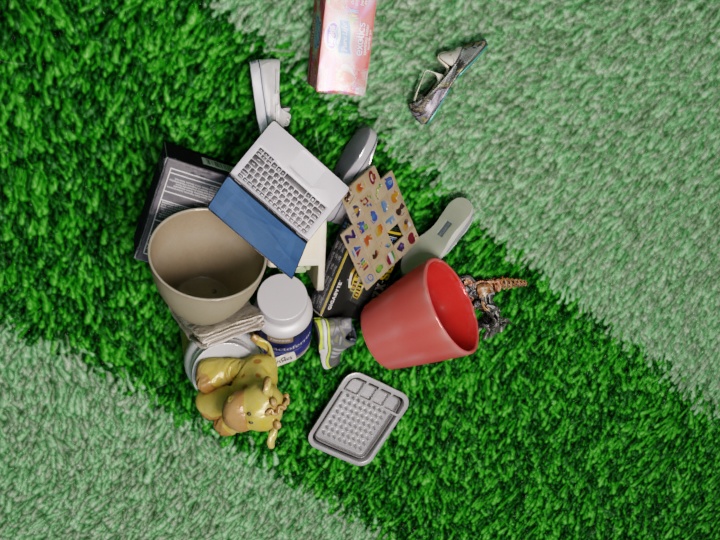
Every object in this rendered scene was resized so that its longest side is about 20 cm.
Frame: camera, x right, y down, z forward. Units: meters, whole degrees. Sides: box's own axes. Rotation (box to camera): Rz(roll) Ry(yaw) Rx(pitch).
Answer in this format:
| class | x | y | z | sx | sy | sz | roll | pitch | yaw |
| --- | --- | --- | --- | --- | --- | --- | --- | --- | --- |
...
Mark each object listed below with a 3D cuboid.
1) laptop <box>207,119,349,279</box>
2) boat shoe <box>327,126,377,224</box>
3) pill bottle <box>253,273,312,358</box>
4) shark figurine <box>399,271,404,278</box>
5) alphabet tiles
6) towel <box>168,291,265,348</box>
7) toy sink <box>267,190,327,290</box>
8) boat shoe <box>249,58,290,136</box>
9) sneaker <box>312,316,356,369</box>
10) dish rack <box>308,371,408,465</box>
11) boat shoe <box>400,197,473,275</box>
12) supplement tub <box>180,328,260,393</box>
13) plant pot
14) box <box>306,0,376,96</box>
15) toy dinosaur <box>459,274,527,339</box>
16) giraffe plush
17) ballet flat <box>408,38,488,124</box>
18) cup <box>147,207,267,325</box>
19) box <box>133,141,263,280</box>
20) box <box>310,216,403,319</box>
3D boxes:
| class | x | y | z | sx | sy | sz | roll | pitch | yaw |
| --- | --- | --- | --- | --- | --- | --- | --- | --- | --- |
| laptop | -0.135 | -0.126 | 1.463 | 0.187 | 0.116 | 0.200 | 41 | 85 | -15 |
| boat shoe | -0.011 | -0.182 | 1.642 | 0.065 | 0.074 | 0.201 | 18 | 115 | -30 |
| pill bottle | -0.150 | 0.092 | 1.636 | 0.115 | 0.117 | 0.200 | -12 | 155 | -10 |
| shark figurine | 0.118 | 0.122 | 1.800 | 0.127 | 0.089 | 0.216 | 19 | 99 | 14 |
| alphabet tiles | 0.029 | -0.091 | 1.623 | 0.167 | 0.008 | 0.201 | -43 | 124 | -27 |
| towel | -0.268 | 0.080 | 1.567 | 0.132 | 0.200 | 0.035 | -19 | 119 | -22 |
| toy sink | -0.133 | -0.072 | 1.621 | 0.111 | 0.130 | 0.202 | -3 | 113 | -14 |
| boat shoe | -0.160 | -0.288 | 1.558 | 0.065 | 0.074 | 0.202 | -9 | 114 | -7 |
| sneaker | -0.047 | 0.146 | 1.712 | 0.080 | 0.200 | 0.075 | -10 | 69 | -2 |
| dish rack | -0.008 | 0.320 | 1.858 | 0.171 | 0.044 | 0.201 | 27 | 102 | -24 |
| boat shoe | 0.165 | -0.058 | 1.734 | 0.201 | 0.070 | 0.072 | -49 | 154 | -1 |
| supplement tub | -0.270 | 0.151 | 1.632 | 0.143 | 0.200 | 0.146 | -5 | 112 | -13 |
| plant pot | 0.110 | 0.100 | 1.666 | 0.176 | 0.201 | 0.201 | -26 | 119 | 27 |
| box | -0.034 | -0.425 | 1.522 | 0.094 | 0.103 | 0.202 | 2 | 112 | -16 |
| toy dinosaur | 0.261 | 0.067 | 1.809 | 0.198 | 0.102 | 0.137 | -18 | 99 | 16 |
| giraffe plush | -0.189 | 0.229 | 1.483 | 0.199 | 0.162 | 0.173 | -34 | 116 | 0 |
| ballet flat | 0.160 | -0.375 | 1.617 | 0.072 | 0.072 | 0.201 | 35 | 97 | -24 |
| cup | -0.269 | 0.012 | 1.468 | 0.198 | 0.202 | 0.144 | 1 | 142 | -15 |
| box | -0.297 | -0.104 | 1.565 | 0.198 | 0.123 | 0.200 | 17 | 106 | -21 |
| box | 0.000 | 0.000 | 1.696 | 0.159 | 0.049 | 0.201 | 8 | 111 | -48 |
